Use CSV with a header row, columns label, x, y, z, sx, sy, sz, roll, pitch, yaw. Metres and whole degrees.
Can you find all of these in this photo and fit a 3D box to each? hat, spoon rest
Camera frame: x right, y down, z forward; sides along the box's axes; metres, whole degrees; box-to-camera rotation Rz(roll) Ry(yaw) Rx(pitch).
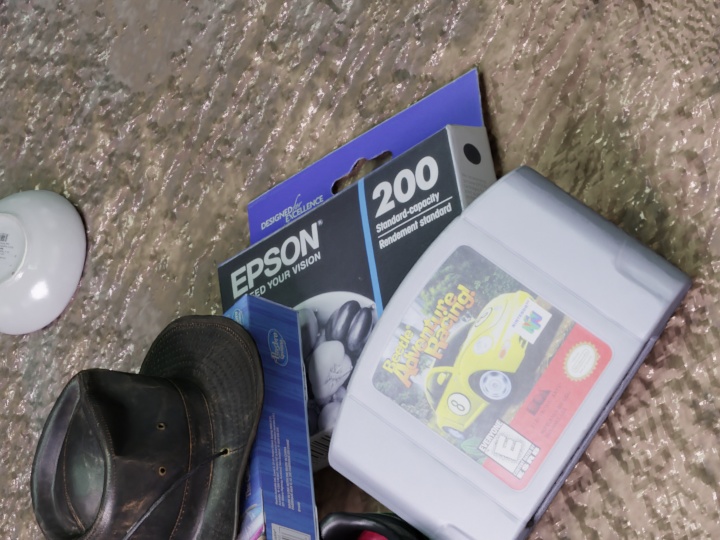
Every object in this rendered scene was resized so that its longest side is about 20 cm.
label,x,y,z,sx,sy,sz,roll,pitch,yaw
hat,-0.138,0.110,1.645,0.200,0.081,0.201,-37,43,43
spoon rest,-0.264,-0.014,1.972,0.199,0.061,0.100,11,82,32

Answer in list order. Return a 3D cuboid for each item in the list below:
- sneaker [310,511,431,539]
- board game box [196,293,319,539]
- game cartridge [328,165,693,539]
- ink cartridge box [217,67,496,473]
label,x,y,z,sx,sy,sz,roll,pitch,yaw
sneaker,0.035,0.196,1.573,0.200,0.084,0.077,38,101,45
board game box,-0.101,0.148,1.687,0.199,0.043,0.201,-43,39,38
game cartridge,0.073,0.051,1.589,0.133,0.041,0.200,35,100,18
ink cartridge box,0.000,0.000,1.716,0.198,0.043,0.201,-30,54,33
